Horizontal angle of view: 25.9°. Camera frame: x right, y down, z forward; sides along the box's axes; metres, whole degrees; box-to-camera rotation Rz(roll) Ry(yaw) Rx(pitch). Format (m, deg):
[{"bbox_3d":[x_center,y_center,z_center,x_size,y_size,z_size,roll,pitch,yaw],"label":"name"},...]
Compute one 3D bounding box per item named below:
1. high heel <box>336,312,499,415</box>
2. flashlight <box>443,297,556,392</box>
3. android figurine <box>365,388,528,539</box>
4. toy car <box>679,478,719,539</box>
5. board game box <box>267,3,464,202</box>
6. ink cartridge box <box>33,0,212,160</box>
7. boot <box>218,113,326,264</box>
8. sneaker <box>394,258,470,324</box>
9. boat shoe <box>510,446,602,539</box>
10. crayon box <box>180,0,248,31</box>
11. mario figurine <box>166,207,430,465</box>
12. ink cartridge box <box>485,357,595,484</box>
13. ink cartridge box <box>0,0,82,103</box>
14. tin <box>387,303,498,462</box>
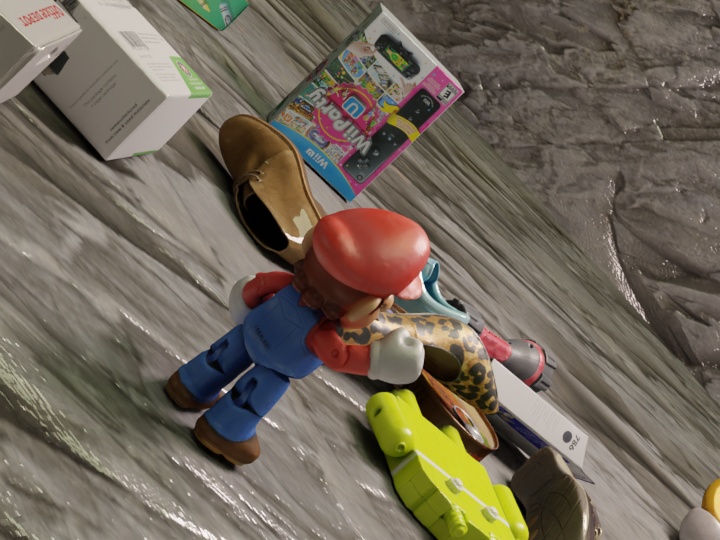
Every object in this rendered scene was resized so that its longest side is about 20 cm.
[{"bbox_3d":[0.037,0.087,1.425,0.200,0.071,0.143,52,52,-11],"label":"high heel"},{"bbox_3d":[0.156,0.088,1.838,0.200,0.068,0.068,35,12,-49],"label":"flashlight"},{"bbox_3d":[0.074,0.180,1.343,0.182,0.041,0.200,42,12,-24],"label":"android figurine"},{"bbox_3d":[0.511,0.367,2.017,0.200,0.175,0.150,54,-23,29],"label":"toy car"},{"bbox_3d":[0.006,-0.207,1.942,0.148,0.200,0.064,43,13,-17],"label":"board game box"},{"bbox_3d":[-0.239,-0.199,1.367,0.200,0.084,0.146,47,12,2],"label":"ink cartridge box"},{"bbox_3d":[-0.097,-0.087,1.548,0.075,0.074,0.200,14,36,-50],"label":"boot"},{"bbox_3d":[0.043,0.003,1.689,0.200,0.082,0.074,49,12,11],"label":"sneaker"},{"bbox_3d":[0.201,0.238,1.504,0.073,0.074,0.200,43,14,-15],"label":"boat shoe"},{"bbox_3d":[-0.247,-0.414,2.077,0.200,0.058,0.119,34,18,-47],"label":"crayon box"},{"bbox_3d":[-0.027,0.042,1.053,0.123,0.200,0.106,46,13,-5],"label":"mario figurine"},{"bbox_3d":[0.166,0.152,1.649,0.200,0.039,0.099,41,-16,-29],"label":"ink cartridge box"},{"bbox_3d":[-0.318,-0.214,1.157,0.200,0.083,0.147,45,12,-8],"label":"ink cartridge box"},{"bbox_3d":[0.065,0.110,1.535,0.112,0.042,0.200,27,23,-47],"label":"tin"}]
